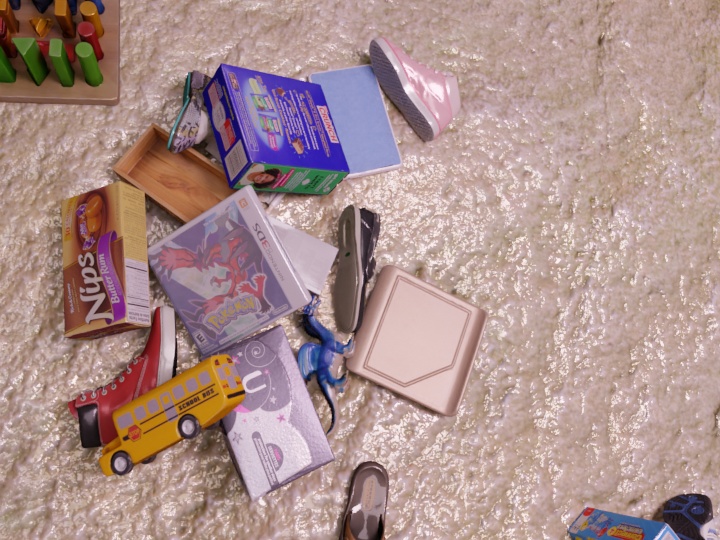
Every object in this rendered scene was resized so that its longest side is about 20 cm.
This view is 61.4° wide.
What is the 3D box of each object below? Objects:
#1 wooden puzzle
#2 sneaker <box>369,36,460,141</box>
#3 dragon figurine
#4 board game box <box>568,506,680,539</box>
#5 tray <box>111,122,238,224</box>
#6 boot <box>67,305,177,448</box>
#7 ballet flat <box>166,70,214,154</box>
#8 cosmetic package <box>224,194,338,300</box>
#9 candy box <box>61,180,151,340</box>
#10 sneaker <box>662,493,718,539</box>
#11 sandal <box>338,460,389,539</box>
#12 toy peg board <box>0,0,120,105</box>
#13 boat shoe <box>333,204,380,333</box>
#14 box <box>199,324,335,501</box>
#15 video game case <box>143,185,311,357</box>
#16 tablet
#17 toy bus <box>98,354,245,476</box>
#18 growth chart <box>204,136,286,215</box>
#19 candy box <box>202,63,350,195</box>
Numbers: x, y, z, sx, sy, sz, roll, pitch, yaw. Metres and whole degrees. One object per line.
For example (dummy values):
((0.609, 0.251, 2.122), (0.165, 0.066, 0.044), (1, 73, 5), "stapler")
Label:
((0.093, 0.113, 0.989), (0.196, 0.037, 0.189), (24, 72, -1), "wooden puzzle")
((0.103, -0.341, 1.081), (0.104, 0.075, 0.202), (-39, 97, -17), "sneaker")
((-0.063, 0.143, 0.921), (0.096, 0.059, 0.206), (6, 72, 8), "dragon figurine")
((0.433, 0.458, 0.892), (0.055, 0.196, 0.201), (-37, 85, -19), "board game box")
((-0.274, -0.135, 0.933), (0.198, 0.037, 0.100), (33, 75, 15), "tray")
((-0.334, 0.147, 0.859), (0.140, 0.072, 0.206), (5, 78, -10), "boot")
((-0.252, -0.246, 0.947), (0.070, 0.073, 0.204), (7, 44, -11), "ballet flat")
((-0.140, -0.033, 0.959), (0.196, 0.051, 0.084), (26, 69, -5), "cosmetic package")
((-0.367, -0.012, 0.872), (0.114, 0.056, 0.206), (-12, 75, 19), "candy box")
((0.525, 0.432, 0.960), (0.199, 0.074, 0.079), (-37, 108, -52), "sneaker")
((0.011, 0.386, 0.885), (0.079, 0.055, 0.206), (13, 73, -9), "sandal")
((-0.484, -0.376, 0.942), (0.194, 0.098, 0.205), (-2, 76, -14), "toy peg board")
((0.000, 0.000, 0.977), (0.066, 0.071, 0.206), (12, 77, -36), "boat shoe")
((-0.138, 0.201, 0.866), (0.129, 0.115, 0.204), (-21, 81, -18), "box")
((-0.193, 0.007, 0.874), (0.197, 0.023, 0.185), (-27, 97, 18), "video game case")
((-0.010, -0.264, 1.070), (0.127, 0.014, 0.205), (-13, 78, -16), "tablet")
((-0.247, 0.189, 0.782), (0.197, 0.065, 0.080), (-29, 81, 10), "toy bus")
((-0.177, -0.207, 1.013), (0.200, 0.018, 0.145), (44, 70, 1), "growth chart")
((-0.128, -0.214, 0.946), (0.197, 0.077, 0.173), (-3, 68, -44), "candy box")
